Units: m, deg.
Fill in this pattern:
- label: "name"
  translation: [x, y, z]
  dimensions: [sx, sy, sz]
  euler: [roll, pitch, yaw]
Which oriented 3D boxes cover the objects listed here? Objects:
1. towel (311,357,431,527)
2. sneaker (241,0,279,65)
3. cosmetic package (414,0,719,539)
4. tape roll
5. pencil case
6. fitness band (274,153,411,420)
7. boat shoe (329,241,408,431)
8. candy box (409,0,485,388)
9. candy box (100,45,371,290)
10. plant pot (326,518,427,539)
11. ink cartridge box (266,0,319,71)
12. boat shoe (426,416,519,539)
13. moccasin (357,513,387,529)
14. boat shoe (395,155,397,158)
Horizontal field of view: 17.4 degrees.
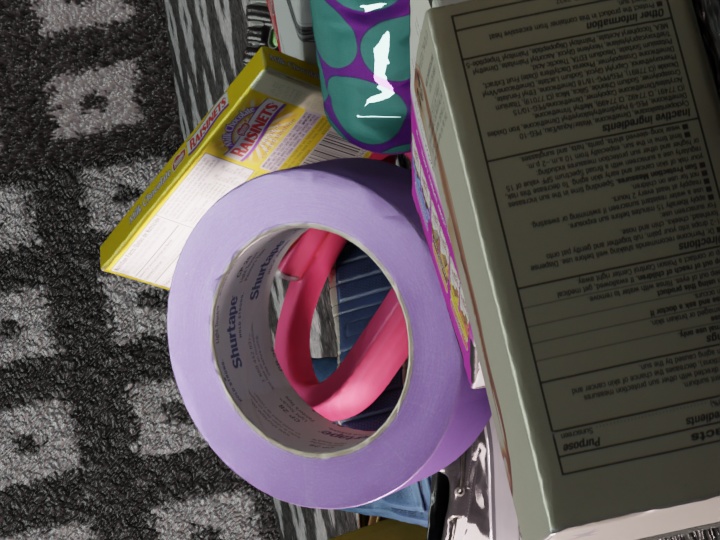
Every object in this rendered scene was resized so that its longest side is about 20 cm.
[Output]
- label: "towel"
  translation: [0.010, 0.119, 1.655]
  dimensions: [0.200, 0.048, 0.112]
  euler: [3, 104, 60]
- label: "sneaker"
  translation: [-0.026, -0.175, 1.685]
  dimensions: [0.076, 0.115, 0.200]
  euler: [17, 94, 36]
- label: "cosmetic package"
  translation: [0.090, -0.001, 0.877]
  dimensions: [0.087, 0.103, 0.200]
  euler: [97, 163, -74]
- label: "tape roll"
  translation: [-0.014, 0.036, 1.389]
  dimensions: [0.066, 0.200, 0.200]
  euler: [-16, -84, -58]
- label: "pencil case"
  translation: [0.018, -0.155, 1.281]
  dimensions: [0.092, 0.085, 0.200]
  euler: [27, 148, 22]
- label: "fitness band"
  translation: [0.000, 0.000, 1.471]
  dimensions: [0.200, 0.037, 0.144]
  euler: [-58, 34, 26]
- label: "boat shoe"
  translation: [0.024, 0.034, 1.536]
  dimensions: [0.072, 0.072, 0.200]
  euler: [39, -130, -48]
- label: "candy box"
  translation: [0.067, -0.057, 1.141]
  dimensions: [0.200, 0.061, 0.137]
  euler: [87, 170, -52]
- label: "candy box"
  translation: [-0.071, -0.054, 1.478]
  dimensions: [0.200, 0.102, 0.026]
  euler: [-47, 37, 35]
- label: "plant pot"
  translation: [-0.004, 0.297, 1.707]
  dimensions: [0.194, 0.200, 0.196]
  euler: [96, 162, -68]
- label: "ink cartridge box"
  translation: [-0.012, -0.194, 1.462]
  dimensions: [0.200, 0.084, 0.144]
  euler: [89, 168, -53]
- label: "boat shoe"
  translation: [0.057, 0.103, 1.452]
  dimensions: [0.070, 0.066, 0.200]
  euler: [-110, 11, -52]
- label: "moccasin"
  translation: [0.013, 0.114, 1.767]
  dimensions: [0.074, 0.078, 0.202]
  euler: [-115, 18, -64]
- label: "boat shoe"
  translation: [-0.013, -0.063, 1.594]
  dimensions: [0.200, 0.072, 0.062]
  euler: [-19, -85, -69]
